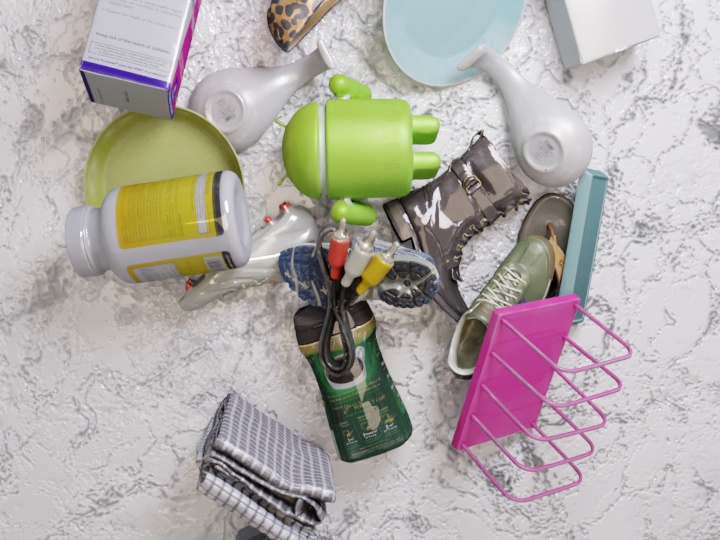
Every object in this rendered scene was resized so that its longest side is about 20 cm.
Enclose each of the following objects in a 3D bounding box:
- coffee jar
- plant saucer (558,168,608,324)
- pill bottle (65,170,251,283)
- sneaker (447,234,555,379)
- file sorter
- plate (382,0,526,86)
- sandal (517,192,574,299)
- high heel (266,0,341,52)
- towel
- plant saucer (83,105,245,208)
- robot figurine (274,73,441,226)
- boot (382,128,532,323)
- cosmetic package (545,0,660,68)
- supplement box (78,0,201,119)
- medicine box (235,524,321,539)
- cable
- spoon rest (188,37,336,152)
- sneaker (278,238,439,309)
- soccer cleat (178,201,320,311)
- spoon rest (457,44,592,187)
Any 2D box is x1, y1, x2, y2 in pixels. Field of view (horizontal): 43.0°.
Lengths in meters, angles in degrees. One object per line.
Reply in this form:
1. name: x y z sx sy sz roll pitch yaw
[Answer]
1. coffee jar: -0.011 0.129 1.147 0.103 0.085 0.203 -18 99 5
2. plant saucer: 0.283 -0.027 1.162 0.019 0.069 0.204 14 99 35
3. pill bottle: -0.231 -0.046 1.055 0.196 0.112 0.114 -8 98 3
4. sneaker: 0.169 0.050 1.114 0.067 0.090 0.202 34 105 20
5. file sorter: 0.219 0.154 1.093 0.137 0.125 0.203 -8 125 -33
6. plate: 0.111 -0.321 1.095 0.197 0.026 0.203 -15 127 -20
7. sandal: 0.223 0.001 1.165 0.081 0.055 0.202 27 95 -8
8. high heel: -0.011 -0.320 1.074 0.196 0.072 0.145 1 73 7
9. towel: -0.113 0.233 1.095 0.165 0.200 0.086 35 93 -9
10. plant saucer: -0.236 -0.101 1.115 0.196 0.031 0.204 0 103 2
11. robot figurine: -0.004 -0.145 1.091 0.196 0.116 0.179 -2 87 0
12. boot: 0.139 -0.052 1.144 0.172 0.069 0.202 -30 97 0
13. cosmetic package: 0.277 -0.360 1.107 0.106 0.085 0.203 -17 99 -2
14. supplement box: -0.241 -0.291 1.038 0.101 0.101 0.204 12 79 -7
15. medicine box: -0.074 0.424 1.132 0.102 0.182 0.203 -25 98 0
16. cable: -0.027 0.030 1.042 0.096 0.050 0.203 25 115 10
17. spoon rest: -0.119 -0.217 1.115 0.198 0.061 0.101 -25 98 12
18. sneaker: 0.000 0.000 1.098 0.196 0.085 0.078 9 112 10
19. soccer cleat: -0.135 -0.003 1.130 0.199 0.069 0.078 -37 102 -2
20. spoon rest: 0.203 -0.191 1.117 0.099 0.061 0.201 -37 95 37
